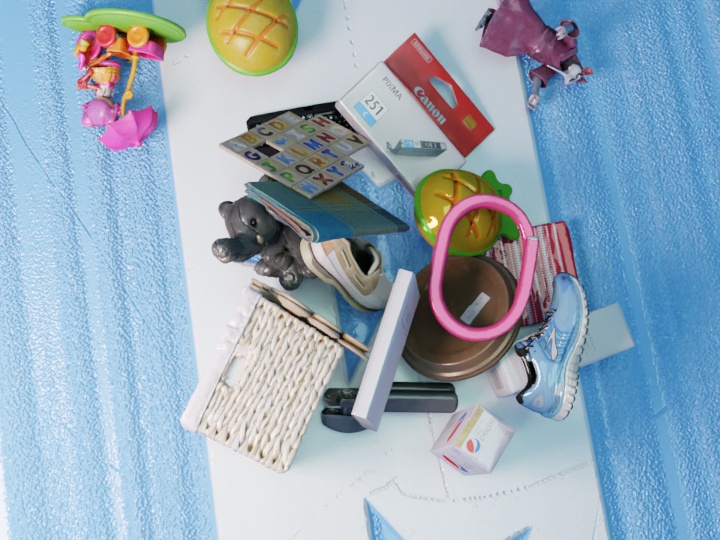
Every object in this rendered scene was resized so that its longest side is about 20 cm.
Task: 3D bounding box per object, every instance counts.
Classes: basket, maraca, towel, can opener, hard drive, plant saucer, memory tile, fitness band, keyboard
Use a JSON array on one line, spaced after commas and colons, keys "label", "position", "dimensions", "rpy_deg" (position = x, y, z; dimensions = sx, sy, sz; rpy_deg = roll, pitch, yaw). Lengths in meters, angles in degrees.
[{"label": "basket", "position": [-0.134, 0.155, 1.405], "dimensions": [0.159, 0.200, 0.201], "rpy_deg": [27, 78, -1]}, {"label": "maraca", "position": [0.159, -0.088, 1.514], "dimensions": [0.197, 0.107, 0.139], "rpy_deg": [-11, 76, -36]}, {"label": "towel", "position": [0.234, 0.013, 1.556], "dimensions": [0.196, 0.022, 0.148], "rpy_deg": [-11, 82, -5]}, {"label": "can opener", "position": [0.041, 0.198, 1.496], "dimensions": [0.196, 0.053, 0.068], "rpy_deg": [2, 111, -5]}, {"label": "hard drive", "position": [0.037, 0.111, 1.409], "dimensions": [0.026, 0.132, 0.203], "rpy_deg": [16, 77, 11]}, {"label": "plant saucer", "position": [0.135, 0.060, 1.482], "dimensions": [0.197, 0.030, 0.203], "rpy_deg": [-12, 58, 20]}, {"label": "maraca", "position": [-0.168, -0.387, 1.547], "dimensions": [0.135, 0.107, 0.203], "rpy_deg": [-16, 80, -11]}, {"label": "memory tile", "position": [-0.072, 0.065, 1.415], "dimensions": [0.152, 0.200, 0.017], "rpy_deg": [35, 83, -20]}, {"label": "fitness band", "position": [0.168, -0.004, 1.417], "dimensions": [0.141, 0.037, 0.204], "rpy_deg": [11, 85, 2]}, {"label": "keyboard", "position": [-0.069, -0.205, 1.562], "dimensions": [0.196, 0.040, 0.106], "rpy_deg": [-12, 79, -7]}, {"label": "towel", "position": [-0.044, -0.081, 1.395], "dimensions": [0.146, 0.198, 0.022], "rpy_deg": [36, 116, 32]}]

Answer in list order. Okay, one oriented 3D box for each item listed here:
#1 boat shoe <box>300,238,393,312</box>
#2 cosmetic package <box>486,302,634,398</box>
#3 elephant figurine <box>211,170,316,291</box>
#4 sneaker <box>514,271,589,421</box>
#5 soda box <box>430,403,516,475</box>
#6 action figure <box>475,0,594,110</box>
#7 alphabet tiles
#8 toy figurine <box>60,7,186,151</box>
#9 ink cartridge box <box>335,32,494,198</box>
[{"label": "boat shoe", "position": [0.000, 0.000, 1.453], "dimensions": [0.068, 0.199, 0.076], "rpy_deg": [-25, 56, 25]}, {"label": "cosmetic package", "position": [0.284, 0.116, 1.500], "dimensions": [0.197, 0.102, 0.075], "rpy_deg": [-21, 82, -10]}, {"label": "elephant figurine", "position": [-0.136, -0.068, 1.443], "dimensions": [0.155, 0.199, 0.143], "rpy_deg": [35, 91, 44]}, {"label": "sneaker", "position": [0.258, 0.098, 1.413], "dimensions": [0.088, 0.078, 0.204], "rpy_deg": [11, 78, 1]}, {"label": "soda box", "position": [0.151, 0.234, 1.413], "dimensions": [0.063, 0.200, 0.069], "rpy_deg": [34, 78, 2]}, {"label": "action figure", "position": [0.276, -0.352, 1.612], "dimensions": [0.198, 0.134, 0.150], "rpy_deg": [32, 34, -11]}, {"label": "alphabet tiles", "position": [-0.078, -0.173, 1.476], "dimensions": [0.166, 0.008, 0.199], "rpy_deg": [30, 38, 21]}, {"label": "toy figurine", "position": [-0.362, -0.271, 1.516], "dimensions": [0.196, 0.150, 0.188], "rpy_deg": [6, 87, 18]}, {"label": "ink cartridge box", "position": [0.089, -0.234, 1.563], "dimensions": [0.176, 0.045, 0.200], "rpy_deg": [-43, 96, -11]}]
